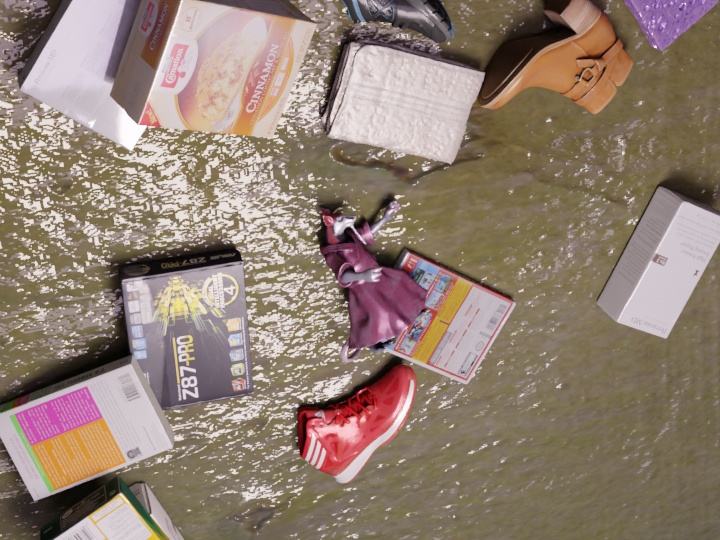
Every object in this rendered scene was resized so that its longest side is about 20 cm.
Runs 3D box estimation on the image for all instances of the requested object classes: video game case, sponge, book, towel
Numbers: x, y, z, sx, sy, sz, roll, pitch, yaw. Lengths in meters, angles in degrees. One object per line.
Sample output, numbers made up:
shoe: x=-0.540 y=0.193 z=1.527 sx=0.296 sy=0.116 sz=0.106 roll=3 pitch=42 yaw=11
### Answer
video game case: x=0.108 y=0.068 z=1.708 sx=0.199 sy=0.017 sz=0.144 roll=24 pitch=104 yaw=-27
sponge: x=0.386 y=-0.399 z=1.583 sx=0.111 sy=0.030 sz=0.200 roll=-41 pitch=120 yaw=2
book: x=-0.359 y=0.203 z=1.564 sx=0.198 sy=0.048 sz=0.135 roll=-20 pitch=114 yaw=5
towel: x=0.054 y=-0.217 z=1.549 sx=0.198 sy=0.035 sz=0.134 roll=10 pitch=111 yaw=-24

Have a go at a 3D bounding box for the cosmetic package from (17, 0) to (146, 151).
cosmetic package: x=-0.282 y=-0.263 z=1.397 sx=0.150 sy=0.052 sz=0.201 roll=28 pitch=102 yaw=-31

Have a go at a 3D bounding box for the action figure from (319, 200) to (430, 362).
action figure: x=0.000 y=0.000 z=1.608 sx=0.148 sy=0.134 sz=0.201 roll=-27 pitch=106 yaw=39

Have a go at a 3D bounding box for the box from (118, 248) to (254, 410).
box: x=-0.226 y=0.080 z=1.578 sx=0.159 sy=0.049 sz=0.202 roll=-7 pitch=117 yaw=-12

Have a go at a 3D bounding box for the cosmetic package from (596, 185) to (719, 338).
cosmetic package: x=0.441 y=-0.011 z=1.759 sx=0.101 sy=0.074 sz=0.202 roll=17 pitch=106 yaw=-25

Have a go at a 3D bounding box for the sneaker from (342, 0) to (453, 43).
sneaker: x=0.027 y=-0.333 z=1.474 sx=0.199 sy=0.074 sz=0.082 roll=32 pitch=117 yaw=-23

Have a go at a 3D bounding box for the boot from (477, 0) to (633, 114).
boot: x=0.261 y=-0.253 z=1.584 sx=0.200 sy=0.074 sz=0.154 roll=-45 pitch=124 yaw=8

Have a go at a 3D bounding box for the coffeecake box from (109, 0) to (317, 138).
coffeecake box: x=-0.168 y=-0.243 z=1.384 sx=0.199 sy=0.073 sz=0.155 roll=-1 pitch=124 yaw=-45

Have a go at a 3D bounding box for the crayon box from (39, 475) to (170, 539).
crayon box: x=-0.314 y=0.385 z=1.590 sx=0.125 sy=0.052 sz=0.201 roll=-33 pitch=115 yaw=-3

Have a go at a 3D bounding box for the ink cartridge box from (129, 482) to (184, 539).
ink cartridge box: x=-0.314 y=0.420 z=1.683 sx=0.145 sy=0.083 sz=0.201 roll=-29 pitch=119 yaw=-4

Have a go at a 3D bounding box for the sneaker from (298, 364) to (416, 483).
sneaker: x=-0.013 y=0.203 z=1.694 sx=0.115 sy=0.078 sz=0.201 roll=28 pitch=101 yaw=-29
